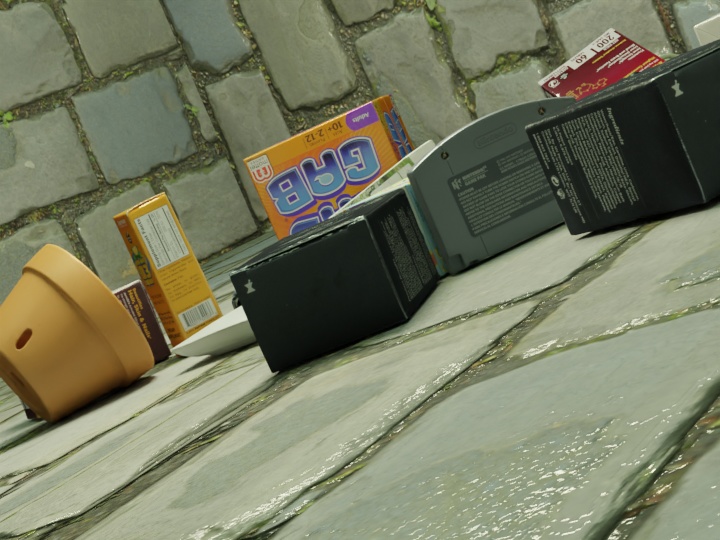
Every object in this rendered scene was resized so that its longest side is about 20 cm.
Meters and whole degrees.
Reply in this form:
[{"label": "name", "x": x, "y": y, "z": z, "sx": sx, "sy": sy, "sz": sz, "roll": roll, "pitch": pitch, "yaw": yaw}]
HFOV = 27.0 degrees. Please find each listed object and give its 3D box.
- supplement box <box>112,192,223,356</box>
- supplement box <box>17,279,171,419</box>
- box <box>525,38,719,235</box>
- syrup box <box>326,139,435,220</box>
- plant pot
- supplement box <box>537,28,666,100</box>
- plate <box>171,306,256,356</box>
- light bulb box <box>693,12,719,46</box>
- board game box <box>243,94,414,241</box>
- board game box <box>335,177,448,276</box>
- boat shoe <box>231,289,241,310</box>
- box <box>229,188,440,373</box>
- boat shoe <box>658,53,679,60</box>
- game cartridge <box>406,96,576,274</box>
[{"label": "supplement box", "x": -0.242, "y": 0.006, "z": 1.916, "sx": 0.068, "sy": 0.202, "sz": 0.066, "roll": -25, "pitch": 5, "yaw": -26}, {"label": "supplement box", "x": -0.366, "y": 0.105, "z": 1.984, "sx": 0.199, "sy": 0.111, "sz": 0.086, "roll": -26, "pitch": 5, "yaw": -24}, {"label": "box", "x": 0.292, "y": -0.131, "z": 1.351, "sx": 0.196, "sy": 0.118, "sz": 0.200, "roll": -26, "pitch": 5, "yaw": -27}, {"label": "syrup box", "x": 0.026, "y": -0.065, "z": 1.841, "sx": 0.200, "sy": 0.079, "sz": 0.081, "roll": -37, "pitch": 0, "yaw": 32}, {"label": "plant pot", "x": -0.368, "y": 0.089, "z": 1.827, "sx": 0.140, "sy": 0.201, "sz": 0.200, "roll": -44, "pitch": 13, "yaw": -22}, {"label": "supplement box", "x": 0.285, "y": -0.177, "z": 1.596, "sx": 0.108, "sy": 0.061, "sz": 0.200, "roll": -37, "pitch": 35, "yaw": -3}, {"label": "plate", "x": -0.097, "y": 0.048, "z": 1.777, "sx": 0.199, "sy": 0.033, "sz": 0.199, "roll": -21, "pitch": 6, "yaw": 30}, {"label": "light bulb box", "x": 0.557, "y": -0.304, "z": 1.860, "sx": 0.197, "sy": 0.126, "sz": 0.199, "roll": -20, "pitch": 6, "yaw": 43}, {"label": "board game box", "x": -0.018, "y": -0.113, "z": 2.113, "sx": 0.198, "sy": 0.202, "sz": 0.200, "roll": -23, "pitch": 5, "yaw": 11}, {"label": "board game box", "x": 0.083, "y": -0.059, "z": 1.645, "sx": 0.104, "sy": 0.104, "sz": 0.200, "roll": -20, "pitch": 6, "yaw": 38}, {"label": "boat shoe", "x": -0.079, "y": 0.004, "z": 1.980, "sx": 0.199, "sy": 0.071, "sz": 0.091, "roll": -31, "pitch": 6, "yaw": 4}, {"label": "box", "x": -0.020, "y": 0.006, "z": 1.451, "sx": 0.147, "sy": 0.105, "sz": 0.200, "roll": -22, "pitch": 6, "yaw": 17}, {"label": "boat shoe", "x": 0.305, "y": -0.153, "z": 1.682, "sx": 0.201, "sy": 0.072, "sz": 0.061, "roll": -48, "pitch": -12, "yaw": -16}, {"label": "game cartridge", "x": 0.153, "y": -0.097, "z": 1.550, "sx": 0.198, "sy": 0.134, "sz": 0.040, "roll": -24, "pitch": 5, "yaw": -13}]
